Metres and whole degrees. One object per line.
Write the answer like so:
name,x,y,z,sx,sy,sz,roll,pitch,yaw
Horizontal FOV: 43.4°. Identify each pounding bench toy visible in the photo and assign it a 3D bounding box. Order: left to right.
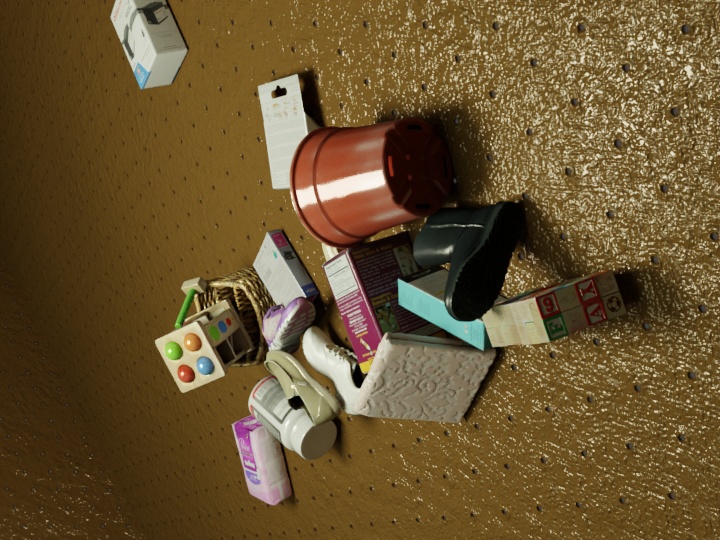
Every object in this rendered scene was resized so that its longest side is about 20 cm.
pounding bench toy,-0.348,0.128,1.907,0.123,0.156,0.201,-24,98,26

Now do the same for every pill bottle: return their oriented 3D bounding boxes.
pill bottle,-0.145,0.316,1.947,0.199,0.113,0.115,32,131,45

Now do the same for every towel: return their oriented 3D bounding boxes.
towel,0.101,0.174,1.455,0.201,0.189,0.032,110,161,-44

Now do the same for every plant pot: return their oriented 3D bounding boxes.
plant pot,0.025,-0.144,1.411,0.194,0.200,0.203,-7,100,48

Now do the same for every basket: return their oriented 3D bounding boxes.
basket,-0.262,0.112,1.989,0.142,0.148,0.202,16,117,52

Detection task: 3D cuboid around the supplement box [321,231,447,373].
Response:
supplement box,0.039,0.054,1.526,0.103,0.130,0.202,-28,81,57

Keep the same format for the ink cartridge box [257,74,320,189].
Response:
ink cartridge box,-0.124,-0.257,1.703,0.162,0.057,0.202,3,99,56

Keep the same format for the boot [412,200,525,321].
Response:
boot,0.137,-0.012,1.318,0.076,0.201,0.168,39,157,-26

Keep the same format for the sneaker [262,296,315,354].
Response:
sneaker,-0.155,0.102,1.823,0.089,0.080,0.201,59,148,20

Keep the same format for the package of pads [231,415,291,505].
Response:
package of pads,-0.238,0.458,2.191,0.120,0.075,0.202,1,106,53

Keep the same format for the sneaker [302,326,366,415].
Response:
sneaker,-0.037,0.183,1.773,0.200,0.074,0.087,50,135,17

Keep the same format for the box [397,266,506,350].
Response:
box,0.150,0.054,1.404,0.199,0.082,0.050,28,128,48

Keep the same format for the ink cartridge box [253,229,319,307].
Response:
ink cartridge box,-0.150,0.028,1.879,0.201,0.042,0.120,59,145,21

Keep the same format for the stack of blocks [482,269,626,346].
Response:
stack of blocks,0.253,0.054,1.218,0.200,0.114,0.059,153,97,-75

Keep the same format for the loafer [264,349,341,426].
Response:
loafer,-0.125,0.231,1.778,0.199,0.068,0.076,36,153,27

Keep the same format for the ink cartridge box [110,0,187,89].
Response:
ink cartridge box,-0.484,-0.541,2.059,0.145,0.083,0.202,-40,72,56

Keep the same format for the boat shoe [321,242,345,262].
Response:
boat shoe,0.000,0.000,1.623,0.064,0.071,0.201,-34,84,50
